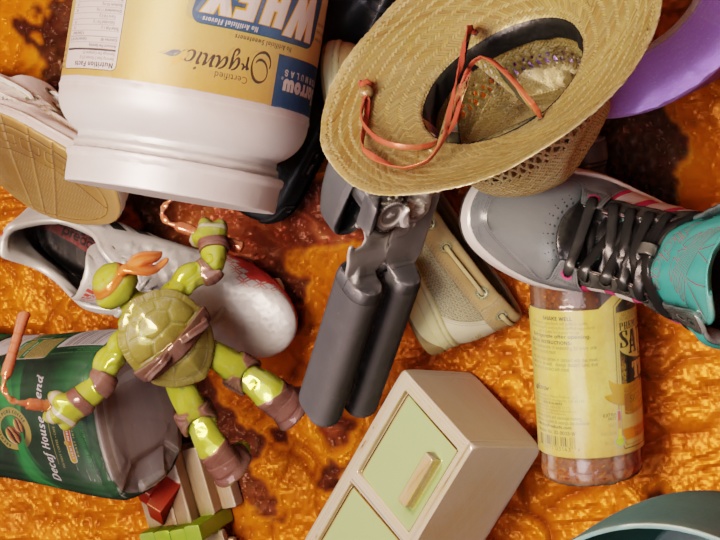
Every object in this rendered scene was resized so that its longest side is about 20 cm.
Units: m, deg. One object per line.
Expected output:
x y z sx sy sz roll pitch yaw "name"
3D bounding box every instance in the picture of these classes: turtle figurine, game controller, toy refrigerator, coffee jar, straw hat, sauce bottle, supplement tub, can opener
-0.103 0.040 1.278 0.161 0.064 0.200 46 76 -17 "turtle figurine"
-0.047 -0.130 1.305 0.104 0.042 0.200 40 114 27 "game controller"
0.020 0.162 1.303 0.076 0.070 0.200 48 118 37 "toy refrigerator"
-0.217 0.089 1.379 0.200 0.085 0.105 0 110 35 "coffee jar"
0.084 -0.088 1.144 0.201 0.201 0.085 -14 133 26 "straw hat"
0.129 0.023 1.240 0.066 0.066 0.201 1 104 24 "sauce bottle"
-0.092 -0.140 1.209 0.144 0.145 0.201 9 90 22 "supplement tub"
0.000 0.000 1.234 0.067 0.053 0.200 53 141 34 "can opener"

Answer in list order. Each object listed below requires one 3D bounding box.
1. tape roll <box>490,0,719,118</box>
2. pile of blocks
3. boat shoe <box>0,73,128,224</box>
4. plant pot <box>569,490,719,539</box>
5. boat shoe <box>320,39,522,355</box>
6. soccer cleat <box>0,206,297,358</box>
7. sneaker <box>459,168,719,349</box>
0.139 -0.188 1.191 0.199 0.066 0.201 6 104 23 "tape roll"
-0.124 0.208 1.394 0.082 0.062 0.201 13 107 21 "pile of blocks"
-0.214 -0.093 1.354 0.200 0.069 0.071 26 137 27 "boat shoe"
0.193 0.214 1.201 0.200 0.161 0.201 6 104 23 "plant pot"
0.033 -0.048 1.259 0.063 0.073 0.201 -19 104 11 "boat shoe"
-0.135 0.008 1.342 0.200 0.085 0.069 25 110 17 "soccer cleat"
0.158 -0.008 1.149 0.199 0.121 0.084 15 87 -9 "sneaker"
